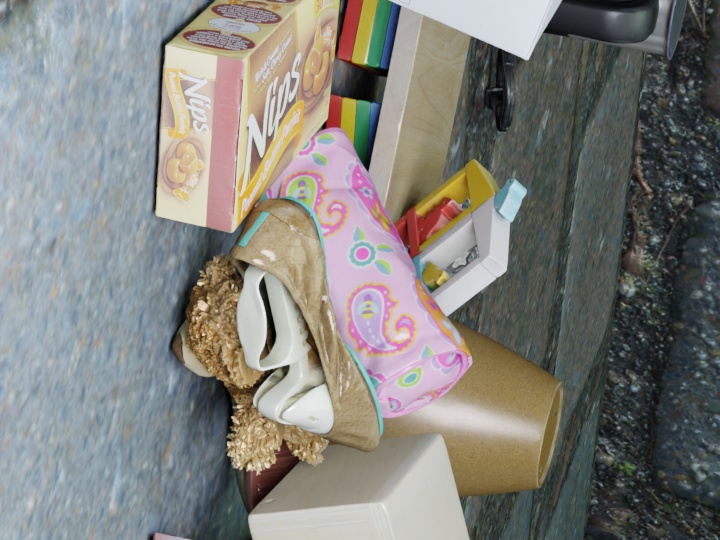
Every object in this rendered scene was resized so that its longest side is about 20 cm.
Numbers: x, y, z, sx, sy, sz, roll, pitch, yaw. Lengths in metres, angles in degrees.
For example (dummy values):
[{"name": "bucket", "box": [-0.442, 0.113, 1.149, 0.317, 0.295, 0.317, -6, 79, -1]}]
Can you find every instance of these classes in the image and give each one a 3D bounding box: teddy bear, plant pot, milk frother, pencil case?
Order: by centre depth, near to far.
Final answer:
[{"name": "teddy bear", "box": [-0.069, 0.064, 1.494, 0.200, 0.067, 0.145, 8, 82, -68]}, {"name": "pencil case", "box": [-0.004, 0.001, 1.498, 0.200, 0.087, 0.087, 60, -3, 22]}, {"name": "plant pot", "box": [0.064, 0.119, 1.881, 0.186, 0.200, 0.187, 13, 90, -77]}, {"name": "milk frother", "box": [0.231, -0.241, 2.305, 0.181, 0.188, 0.200, -64, 161, -46]}]

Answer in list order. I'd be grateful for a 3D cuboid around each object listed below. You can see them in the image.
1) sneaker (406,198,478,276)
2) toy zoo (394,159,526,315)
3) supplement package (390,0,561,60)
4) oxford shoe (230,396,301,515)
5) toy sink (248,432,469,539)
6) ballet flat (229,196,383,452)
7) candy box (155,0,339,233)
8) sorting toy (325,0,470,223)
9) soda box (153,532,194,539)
[{"name": "sneaker", "box": [0.023, 0.011, 1.766, 0.200, 0.077, 0.085, -40, -166, -5]}, {"name": "toy zoo", "box": [0.044, -0.002, 1.638, 0.200, 0.020, 0.131, -39, -152, 21]}, {"name": "supplement package", "box": [0.064, -0.270, 1.462, 0.191, 0.200, 0.147, -57, 169, -57]}, {"name": "oxford shoe", "box": [-0.070, 0.091, 1.617, 0.074, 0.071, 0.200, -165, -104, -67]}, {"name": "toy sink", "box": [0.010, 0.232, 1.543, 0.130, 0.112, 0.200, -42, 120, -63]}, {"name": "ballet flat", "box": [-0.041, 0.049, 1.400, 0.072, 0.068, 0.200, -41, 132, -34]}, {"name": "candy box", "box": [-0.068, -0.118, 1.410, 0.200, 0.055, 0.116, -54, 153, -60]}, {"name": "sorting toy", "box": [0.025, -0.139, 1.767, 0.200, 0.070, 0.199, -1, 103, -77]}, {"name": "soda box", "box": [-0.097, 0.229, 1.561, 0.200, 0.068, 0.064, 50, 51, -75]}]
